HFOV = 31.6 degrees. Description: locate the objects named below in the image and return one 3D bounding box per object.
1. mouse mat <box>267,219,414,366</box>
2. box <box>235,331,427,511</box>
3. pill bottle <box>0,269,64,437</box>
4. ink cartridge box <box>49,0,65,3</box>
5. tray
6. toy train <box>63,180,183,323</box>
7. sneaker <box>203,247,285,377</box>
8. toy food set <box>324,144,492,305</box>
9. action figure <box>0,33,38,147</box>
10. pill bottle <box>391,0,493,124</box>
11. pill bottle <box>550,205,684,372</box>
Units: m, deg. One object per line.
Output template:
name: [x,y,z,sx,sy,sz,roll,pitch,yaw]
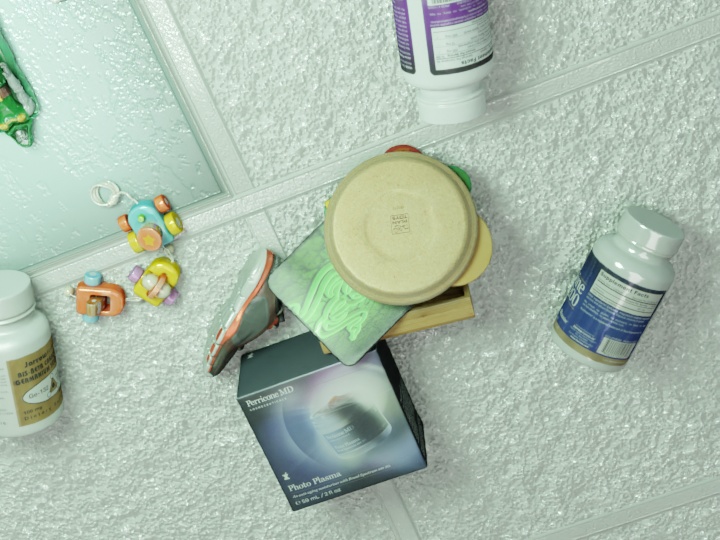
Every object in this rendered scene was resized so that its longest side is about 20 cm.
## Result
mouse mat: [0.000,0.000,1.613,0.161,0.008,0.200,44,91,10]
box: [-0.038,0.189,1.713,0.200,0.123,0.199,-20,114,8]
pill bottle: [-0.458,0.107,1.666,0.114,0.114,0.200,-4,116,0]
ink cartridge box: [-0.351,-0.435,1.440,0.176,0.045,0.200,40,109,-6]
tray: [0.044,0.046,1.655,0.200,0.099,0.037,-15,121,6]
toy train: [-0.306,-0.009,1.645,0.150,0.056,0.200,10,116,-6]
sneaker: [-0.142,0.068,1.679,0.082,0.077,0.200,23,114,-19]
toy food set: [0.053,-0.056,1.586,0.200,0.049,0.198,-23,80,4]
action figure: [-0.451,-0.233,1.535,0.118,0.055,0.200,-26,118,8]
pill bottle: [0.097,-0.278,1.490,0.111,0.111,0.200,-8,117,2]
pill bottle: [0.335,0.022,1.644,0.111,0.111,0.200,19,114,-11]
